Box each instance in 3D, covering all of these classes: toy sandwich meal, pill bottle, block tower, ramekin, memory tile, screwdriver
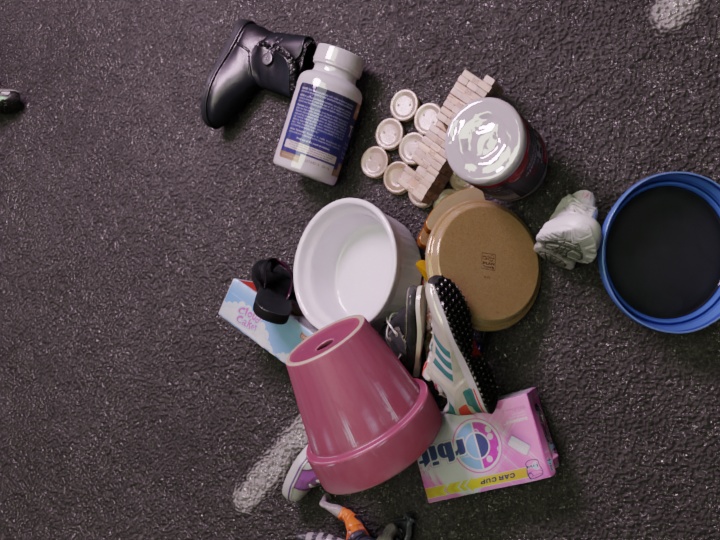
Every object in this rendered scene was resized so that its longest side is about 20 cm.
[{"bbox_3d":[0.166,-0.010,1.146,0.199,0.070,0.211,3,78,-17],"label":"toy sandwich meal"},{"bbox_3d":[0.195,-0.157,1.091,0.108,0.199,0.114,-2,85,25],"label":"pill bottle"},{"bbox_3d":[0.133,-0.200,1.189,0.057,0.054,0.202,37,102,22],"label":"block tower"},{"bbox_3d":[0.000,0.000,1.214,0.197,0.097,0.207,-8,77,37],"label":"ramekin"},{"bbox_3d":[-0.061,-0.250,1.275,0.109,0.110,0.205,20,95,26],"label":"pill bottle"},{"bbox_3d":[0.103,-0.179,1.241,0.198,0.017,0.156,33,100,24],"label":"memory tile"},{"bbox_3d":[0.166,0.145,1.184,0.029,0.027,0.205,29,107,54],"label":"screwdriver"}]

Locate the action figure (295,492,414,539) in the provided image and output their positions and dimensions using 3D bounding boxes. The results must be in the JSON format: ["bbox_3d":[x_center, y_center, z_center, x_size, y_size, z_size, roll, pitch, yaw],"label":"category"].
[{"bbox_3d":[-0.005,0.450,1.190,0.190,0.104,0.205,7,78,42],"label":"action figure"}]

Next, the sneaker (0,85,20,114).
[{"bbox_3d":[-0.784,-0.381,1.662,0.196,0.078,0.087,16,92,27],"label":"sneaker"}]

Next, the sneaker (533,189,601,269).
[{"bbox_3d":[0.280,-0.065,1.051,0.076,0.200,0.101,26,88,3],"label":"sneaker"}]

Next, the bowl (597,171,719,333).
[{"bbox_3d":[0.401,-0.023,1.025,0.195,0.039,0.207,0,92,-2],"label":"bowl"}]

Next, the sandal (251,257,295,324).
[{"bbox_3d":[-0.129,0.020,1.239,0.074,0.201,0.049,17,109,-15],"label":"sandal"}]

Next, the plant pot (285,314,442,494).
[{"bbox_3d":[-0.009,0.172,1.099,0.196,0.200,0.182,-23,102,22],"label":"plant pot"}]

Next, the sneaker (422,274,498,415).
[{"bbox_3d":[0.113,0.109,1.081,0.092,0.070,0.204,-17,103,33],"label":"sneaker"}]

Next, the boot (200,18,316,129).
[{"bbox_3d":[-0.172,-0.319,1.354,0.166,0.076,0.204,25,91,29],"label":"boot"}]

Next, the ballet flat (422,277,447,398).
[{"bbox_3d":[0.124,0.087,1.190,0.063,0.074,0.206,-11,74,56],"label":"ballet flat"}]

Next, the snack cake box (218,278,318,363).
[{"bbox_3d":[-0.116,0.093,1.272,0.198,0.114,0.068,32,99,25],"label":"snack cake box"}]

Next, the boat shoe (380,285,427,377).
[{"bbox_3d":[0.061,0.091,1.142,0.066,0.202,0.073,9,55,3],"label":"boat shoe"}]

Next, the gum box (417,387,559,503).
[{"bbox_3d":[0.178,0.247,1.134,0.196,0.066,0.116,-19,83,23],"label":"gum box"}]

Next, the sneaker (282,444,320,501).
[{"bbox_3d":[-0.035,0.308,1.239,0.114,0.072,0.202,42,104,19],"label":"sneaker"}]
